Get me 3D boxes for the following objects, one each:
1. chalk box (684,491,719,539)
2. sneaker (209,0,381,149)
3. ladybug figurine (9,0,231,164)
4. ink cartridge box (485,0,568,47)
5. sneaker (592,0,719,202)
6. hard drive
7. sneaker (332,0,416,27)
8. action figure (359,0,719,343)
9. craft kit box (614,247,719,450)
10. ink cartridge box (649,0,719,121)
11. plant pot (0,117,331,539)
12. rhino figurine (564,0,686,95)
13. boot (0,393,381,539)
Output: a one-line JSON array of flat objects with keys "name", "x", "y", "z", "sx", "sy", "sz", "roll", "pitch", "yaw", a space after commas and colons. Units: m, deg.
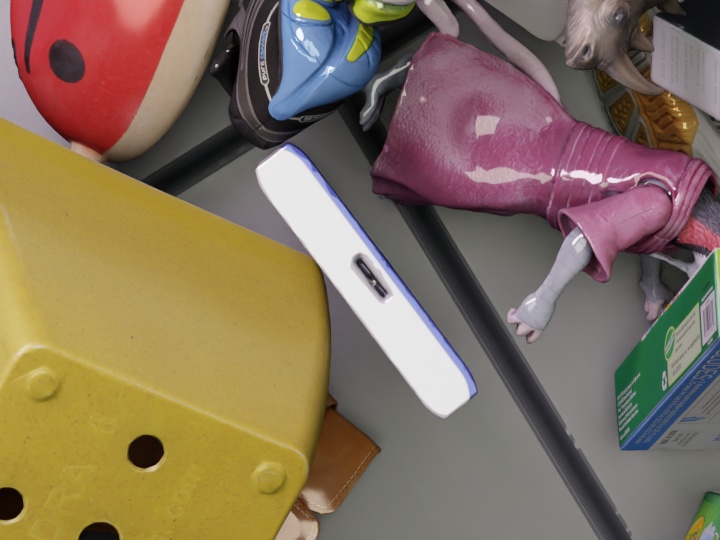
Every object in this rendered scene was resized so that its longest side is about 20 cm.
[{"name": "chalk box", "x": 0.198, "y": 0.180, "z": 1.337, "sx": 0.124, "sy": 0.124, "sz": 0.201, "roll": 25, "pitch": 90, "yaw": 1}, {"name": "sneaker", "x": -0.033, "y": -0.117, "z": 1.314, "sx": 0.071, "sy": 0.200, "sz": 0.083, "roll": 41, "pitch": 111, "yaw": -17}, {"name": "ladybug figurine", "x": -0.113, "y": -0.148, "z": 1.342, "sx": 0.072, "sy": 0.135, "sz": 0.201, "roll": 14, "pitch": 83, "yaw": -37}, {"name": "ink cartridge box", "x": 0.097, "y": -0.229, "z": 1.335, "sx": 0.145, "sy": 0.084, "sz": 0.200, "roll": 35, "pitch": 70, "yaw": 1}, {"name": "sneaker", "x": 0.185, "y": -0.064, "z": 1.377, "sx": 0.087, "sy": 0.076, "sz": 0.201, "roll": -31, "pitch": 90, "yaw": -17}, {"name": "hard drive", "x": 0.000, "y": 0.000, "z": 1.300, "sx": 0.025, "sy": 0.200, "sz": 0.132, "roll": -37, "pitch": 93, "yaw": 0}, {"name": "sneaker", "x": -0.004, "y": -0.209, "z": 1.217, "sx": 0.081, "sy": 0.074, "sz": 0.201, "roll": -27, "pitch": 90, "yaw": 38}, {"name": "action figure", "x": 0.104, "y": -0.046, "z": 1.335, "sx": 0.199, "sy": 0.134, "sz": 0.150, "roll": 17, "pitch": 103, "yaw": 15}, {"name": "craft kit box", "x": 0.230, "y": 0.036, "z": 1.287, "sx": 0.196, "sy": 0.200, "sz": 0.049, "roll": 2, "pitch": 73, "yaw": -8}, {"name": "ink cartridge box", "x": 0.265, "y": -0.099, "z": 1.285, "sx": 0.197, "sy": 0.200, "sz": 0.044, "roll": -26, "pitch": 129, "yaw": -24}, {"name": "plant pot", "x": -0.123, "y": 0.078, "z": 1.221, "sx": 0.199, "sy": 0.176, "sz": 0.201, "roll": 24, "pitch": 104, "yaw": -22}, {"name": "rhino figurine", "x": 0.090, "y": -0.167, "z": 1.239, "sx": 0.087, "sy": 0.060, "sz": 0.201, "roll": -21, "pitch": 80, "yaw": -12}, {"name": "boot", "x": -0.100, "y": 0.111, "z": 1.377, "sx": 0.155, "sy": 0.077, "sz": 0.200, "roll": 39, "pitch": 83, "yaw": -3}]
